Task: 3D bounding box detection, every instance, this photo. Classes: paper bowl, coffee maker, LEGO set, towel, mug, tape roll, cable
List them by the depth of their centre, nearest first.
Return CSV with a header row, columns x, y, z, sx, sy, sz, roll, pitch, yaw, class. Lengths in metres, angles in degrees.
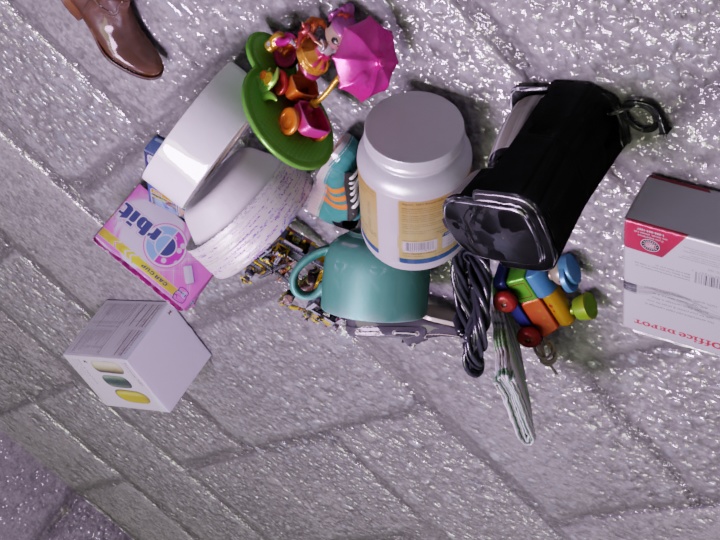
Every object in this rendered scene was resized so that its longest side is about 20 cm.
x,y,z,sx,sy,sz,roll,pitch,yaw,class
0.211,-0.111,1.375,0.135,0.200,0.192,46,146,-20,coffee maker
-0.207,-0.182,1.659,0.071,0.203,0.202,37,148,-6,tape roll
0.150,0.051,1.693,0.051,0.164,0.200,1,143,0,cable
0.205,0.125,1.712,0.031,0.200,0.150,-14,131,10,towel
0.009,0.002,1.733,0.152,0.184,0.115,20,109,56,mug
-0.170,-0.094,1.740,0.104,0.201,0.200,43,147,-17,paper bowl
-0.098,0.029,1.891,0.200,0.116,0.154,35,146,-25,LEGO set

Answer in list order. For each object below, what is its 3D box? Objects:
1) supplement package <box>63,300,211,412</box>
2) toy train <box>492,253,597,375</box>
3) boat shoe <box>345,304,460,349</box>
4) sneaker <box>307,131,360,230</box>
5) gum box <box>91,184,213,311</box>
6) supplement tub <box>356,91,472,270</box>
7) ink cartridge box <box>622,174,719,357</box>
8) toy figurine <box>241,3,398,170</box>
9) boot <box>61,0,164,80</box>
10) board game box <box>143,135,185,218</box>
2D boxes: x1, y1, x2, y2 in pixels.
x,y,z,sx,sy,sz,roll,pitch,yaw,class
-0.428,0.163,2.361,0.199,0.151,0.152,0,134,42,supplement package
0.273,0.061,1.674,0.115,0.085,0.200,-15,125,34,toy train
0.074,0.083,1.837,0.199,0.073,0.063,10,102,3,boat shoe
-0.017,-0.120,1.699,0.080,0.072,0.200,31,156,3,sneaker
-0.329,-0.033,2.035,0.200,0.114,0.066,41,166,-11,gum box
0.069,-0.112,1.554,0.144,0.145,0.200,22,146,18,supplement tub
0.395,-0.002,1.466,0.145,0.084,0.200,17,145,24,ink cartridge box
-0.038,-0.253,1.501,0.150,0.201,0.184,6,150,-47,toy figurine
-0.301,-0.361,1.643,0.186,0.064,0.200,41,143,-15,boot
-0.244,-0.119,1.929,0.199,0.035,0.136,26,148,11,board game box
